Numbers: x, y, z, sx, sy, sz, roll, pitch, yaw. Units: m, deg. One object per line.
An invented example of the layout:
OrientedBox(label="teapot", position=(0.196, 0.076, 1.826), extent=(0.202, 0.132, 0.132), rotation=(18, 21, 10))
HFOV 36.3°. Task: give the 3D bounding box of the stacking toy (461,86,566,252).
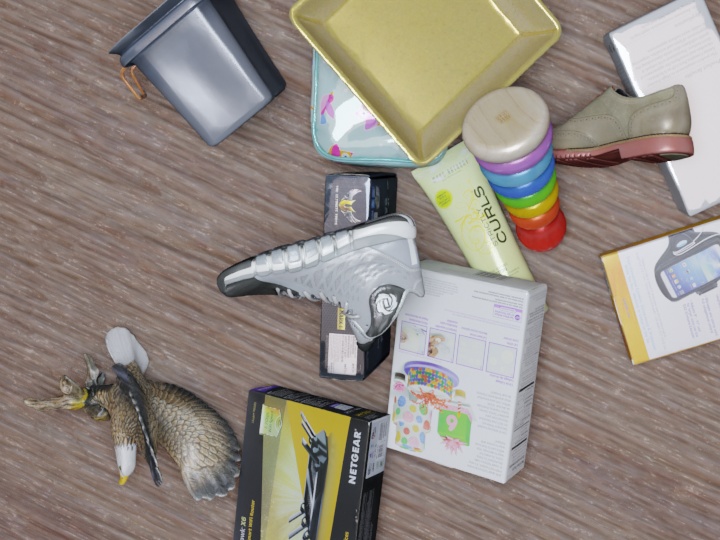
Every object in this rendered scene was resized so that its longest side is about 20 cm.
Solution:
OrientedBox(label="stacking toy", position=(0.167, -0.086, 1.096), extent=(0.084, 0.201, 0.086), rotation=(-13, 51, 16))

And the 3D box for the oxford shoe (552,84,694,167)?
OrientedBox(label="oxford shoe", position=(0.244, -0.144, 1.098), extent=(0.198, 0.070, 0.076), rotation=(1, 89, 44))

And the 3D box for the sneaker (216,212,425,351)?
OrientedBox(label="sneaker", position=(-0.032, 0.026, 1.026), extent=(0.197, 0.075, 0.117), rotation=(-16, 95, 11))

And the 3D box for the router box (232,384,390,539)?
OrientedBox(label="router box", position=(-0.056, 0.240, 1.193), extent=(0.155, 0.052, 0.204), rotation=(10, 97, 28))

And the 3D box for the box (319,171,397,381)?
OrientedBox(label="box", position=(0.000, 0.000, 1.133), extent=(0.050, 0.158, 0.204), rotation=(4, 95, 10))

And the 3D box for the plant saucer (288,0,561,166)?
OrientedBox(label="plant saucer", position=(0.063, -0.240, 1.081), extent=(0.200, 0.048, 0.200), rotation=(-43, 95, -2))

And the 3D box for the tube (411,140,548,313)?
OrientedBox(label="tube", position=(0.131, -0.035, 1.169), extent=(0.057, 0.052, 0.202), rotation=(-24, 85, -29))

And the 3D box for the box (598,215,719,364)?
OrientedBox(label="box", position=(0.360, 0.011, 1.144), extent=(0.197, 0.041, 0.121), rotation=(-17, 93, 7))

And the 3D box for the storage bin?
OrientedBox(label="storage bin", position=(-0.159, -0.205, 1.125), extent=(0.145, 0.200, 0.135), rotation=(-36, 99, 10))

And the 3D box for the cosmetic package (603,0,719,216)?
OrientedBox(label="cosmetic package", position=(0.333, -0.168, 1.114), extent=(0.100, 0.074, 0.203), rotation=(-23, 94, 10))

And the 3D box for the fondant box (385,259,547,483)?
OrientedBox(label="fondant box", position=(0.108, 0.102, 1.147), extent=(0.142, 0.058, 0.204), rotation=(12, 103, 28))

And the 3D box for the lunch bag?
OrientedBox(label="lunch bag", position=(0.031, -0.209, 1.146), extent=(0.157, 0.077, 0.204), rotation=(4, 94, 9))

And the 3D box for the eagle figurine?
OrientedBox(label="eagle figurine", position=(-0.233, 0.163, 1.183), extent=(0.197, 0.152, 0.153), rotation=(10, 123, 34))
